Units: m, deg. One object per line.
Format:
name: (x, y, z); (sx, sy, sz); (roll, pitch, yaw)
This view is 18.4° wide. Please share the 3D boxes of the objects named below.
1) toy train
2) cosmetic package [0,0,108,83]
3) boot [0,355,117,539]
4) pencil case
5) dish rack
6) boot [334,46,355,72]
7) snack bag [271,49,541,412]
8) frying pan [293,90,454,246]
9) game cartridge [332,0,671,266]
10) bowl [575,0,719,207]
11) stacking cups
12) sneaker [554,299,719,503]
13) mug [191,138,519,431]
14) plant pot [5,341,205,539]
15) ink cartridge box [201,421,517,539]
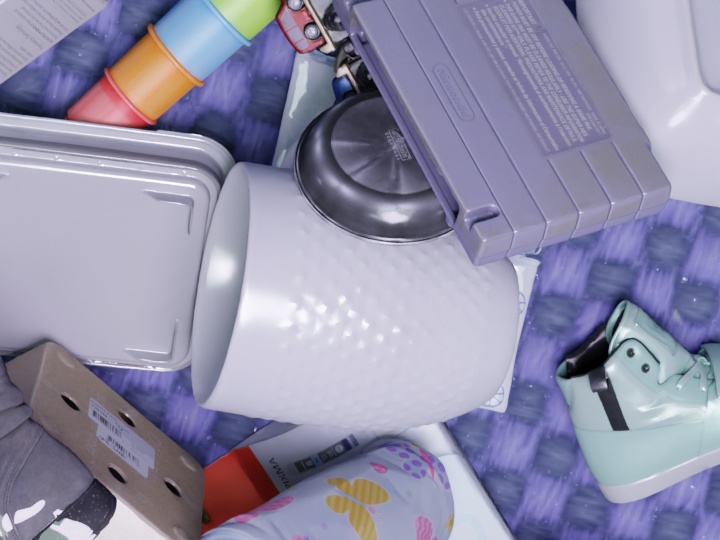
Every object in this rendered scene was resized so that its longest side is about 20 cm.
toy train: (-0.029, -0.154, 1.329); (0.046, 0.034, 0.201); (-29, 101, 10)
cosmetic package: (-0.267, -0.151, 1.323); (0.199, 0.085, 0.108); (-35, 71, 6)
boot: (-0.247, 0.146, 1.238); (0.200, 0.070, 0.132); (-43, 102, -11)
pencil case: (-0.022, 0.169, 1.352); (0.083, 0.200, 0.091); (44, 124, 15)
dish rack: (-0.182, -0.009, 1.390); (0.198, 0.044, 0.173); (7, 121, -6)
boot: (0.086, -0.115, 1.370); (0.199, 0.107, 0.076); (13, 79, -10)
snack bag: (0.027, -0.025, 1.417); (0.187, 0.021, 0.201); (14, 89, -10)
frying pan: (0.056, -0.060, 1.282); (0.189, 0.116, 0.031); (5, 141, -1)
game cartridge: (0.080, -0.100, 1.276); (0.129, 0.201, 0.038); (-13, 148, -24)
bowl: (0.233, -0.143, 1.339); (0.199, 0.075, 0.201); (5, 68, -20)
stacking cups: (-0.102, -0.150, 1.376); (0.200, 0.061, 0.061); (-39, 105, 7)
sneaker: (0.226, 0.061, 1.452); (0.199, 0.074, 0.119); (-28, 112, 5)
mug: (0.000, 0.000, 1.341); (0.174, 0.201, 0.148); (10, 148, -14)
plant pot: (-0.203, 0.166, 1.365); (0.200, 0.200, 0.177); (41, 104, -14)
ink cartridge box: (-0.017, 0.171, 1.474); (0.199, 0.047, 0.161); (-32, 105, 2)
